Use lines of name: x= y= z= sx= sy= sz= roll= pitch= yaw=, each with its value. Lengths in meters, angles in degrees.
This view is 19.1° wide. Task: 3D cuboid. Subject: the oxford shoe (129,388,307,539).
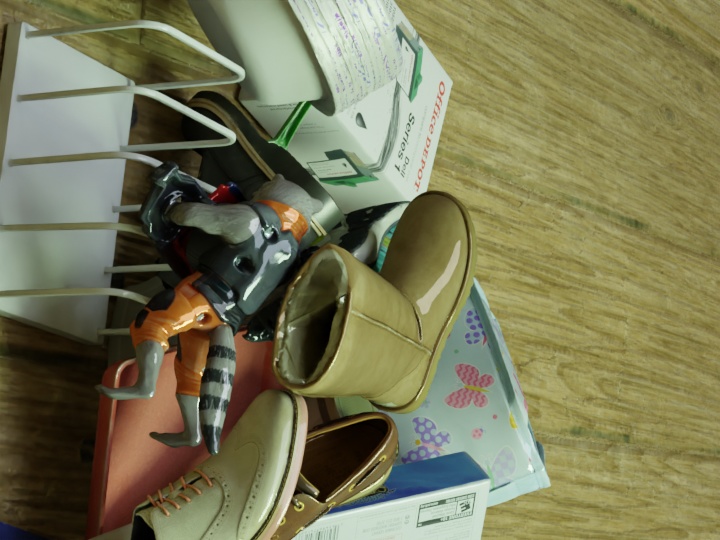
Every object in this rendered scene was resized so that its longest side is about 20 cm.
oxford shoe: x=-0.103 y=0.159 z=1.398 sx=0.074 sy=0.071 sz=0.200 roll=32 pitch=83 yaw=-30

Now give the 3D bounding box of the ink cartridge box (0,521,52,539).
ink cartridge box: x=-0.242 y=0.266 z=1.420 sx=0.200 sy=0.041 sz=0.200 roll=33 pitch=60 yaw=-56

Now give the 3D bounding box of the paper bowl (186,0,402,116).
paper bowl: x=-0.064 y=-0.202 z=1.554 sx=0.104 sy=0.201 sz=0.201 roll=-31 pitch=127 yaw=-7

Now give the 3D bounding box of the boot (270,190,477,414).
boot: x=0.014 y=0.012 z=1.469 sx=0.200 sy=0.066 sz=0.175 roll=29 pitch=71 yaw=-67

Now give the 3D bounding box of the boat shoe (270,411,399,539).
boat shoe: x=-0.059 y=0.154 z=1.502 sx=0.200 sy=0.068 sz=0.072 roll=-28 pitch=74 yaw=-23

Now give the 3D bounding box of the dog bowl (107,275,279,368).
dog bowl: x=-0.113 y=0.070 z=1.642 sx=0.200 sy=0.059 sz=0.200 roll=2 pitch=88 yaw=-61

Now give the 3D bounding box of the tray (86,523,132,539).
tray: x=-0.195 y=0.239 z=1.391 sx=0.200 sy=0.022 sz=0.108 roll=-16 pitch=88 yaw=-48

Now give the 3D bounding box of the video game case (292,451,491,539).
video game case: x=-0.007 y=0.239 z=1.625 sx=0.200 sy=0.045 sz=0.182 roll=-9 pitch=123 yaw=-26

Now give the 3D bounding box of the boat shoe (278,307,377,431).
boat shoe: x=-0.040 y=0.054 z=1.643 sx=0.075 sy=0.068 sz=0.200 roll=28 pitch=43 yaw=-42

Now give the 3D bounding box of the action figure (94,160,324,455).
action figure: x=-0.080 y=0.028 z=1.412 sx=0.194 sy=0.105 sz=0.200 roll=-62 pitch=144 yaw=-12

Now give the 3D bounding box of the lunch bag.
lunch bag: x=0.051 y=0.121 z=1.741 sx=0.127 sy=0.169 sz=0.200 roll=62 pitch=8 yaw=-51

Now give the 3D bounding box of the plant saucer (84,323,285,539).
plant saucer: x=-0.124 y=0.131 z=1.529 sx=0.200 sy=0.037 sz=0.200 roll=-15 pitch=121 yaw=-48

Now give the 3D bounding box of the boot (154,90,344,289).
boot: x=-0.118 y=-0.048 z=1.587 sx=0.138 sy=0.200 sz=0.077 roll=-43 pitch=127 yaw=-6

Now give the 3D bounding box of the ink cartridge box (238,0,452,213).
ink cartridge box: x=-0.008 y=-0.153 z=1.813 sx=0.200 sy=0.084 sz=0.146 roll=47 pitch=50 yaw=-50

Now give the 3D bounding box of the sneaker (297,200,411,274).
sneaker: x=0.000 y=0.000 z=1.626 sx=0.080 sy=0.077 sz=0.200 roll=70 pitch=23 yaw=-14

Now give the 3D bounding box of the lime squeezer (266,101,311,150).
lime squeezer: x=-0.069 y=-0.073 z=1.659 sx=0.038 sy=0.071 sz=0.200 roll=26 pitch=61 yaw=-22

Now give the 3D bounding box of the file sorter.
file sorter: x=-0.168 y=-0.059 z=1.481 sx=0.139 sy=0.124 sz=0.200 roll=25 pitch=67 yaw=-57
